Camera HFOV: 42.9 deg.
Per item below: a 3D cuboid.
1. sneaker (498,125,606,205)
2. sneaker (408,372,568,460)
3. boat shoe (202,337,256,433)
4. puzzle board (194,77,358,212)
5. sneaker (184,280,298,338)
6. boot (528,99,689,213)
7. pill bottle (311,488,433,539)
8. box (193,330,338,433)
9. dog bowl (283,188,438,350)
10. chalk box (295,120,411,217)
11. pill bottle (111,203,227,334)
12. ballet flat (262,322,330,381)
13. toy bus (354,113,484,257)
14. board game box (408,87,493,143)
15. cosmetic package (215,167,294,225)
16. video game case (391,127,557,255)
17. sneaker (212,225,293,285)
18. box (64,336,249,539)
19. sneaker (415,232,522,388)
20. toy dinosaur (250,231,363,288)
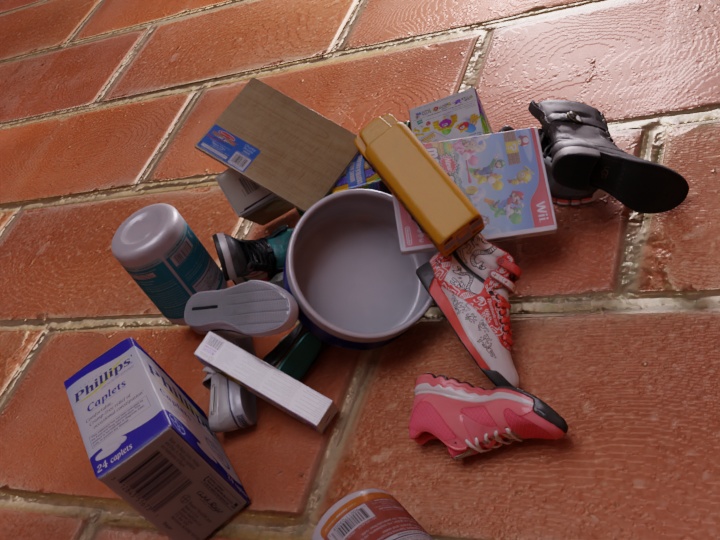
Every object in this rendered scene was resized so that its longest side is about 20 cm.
[{"bbox_3d":[0.260,-0.153,1.270,0.077,0.082,0.200,-47,42,-18],"label":"sneaker"},{"bbox_3d":[0.138,0.177,1.029,0.200,0.074,0.087,5,64,41],"label":"sneaker"},{"bbox_3d":[-0.188,0.139,1.270,0.070,0.071,0.200,-20,47,10],"label":"boat shoe"},{"bbox_3d":[-0.115,-0.180,1.322,0.200,0.017,0.151,30,65,10],"label":"puzzle board"},{"bbox_3d":[-0.144,0.054,1.201,0.200,0.071,0.073,1,77,42],"label":"sneaker"},{"bbox_3d":[0.323,-0.163,1.200,0.199,0.069,0.174,16,36,-7],"label":"boot"},{"bbox_3d":[0.043,0.315,0.897,0.112,0.112,0.200,-40,40,-10],"label":"pill bottle"},{"bbox_3d":[-0.123,0.143,1.180,0.200,0.039,0.042,26,72,20],"label":"box"},{"bbox_3d":[0.000,0.000,1.193,0.199,0.079,0.201,3,73,-10],"label":"dog bowl"},{"bbox_3d":[0.001,-0.115,1.367,0.199,0.125,0.124,-13,43,20],"label":"chalk box"},{"bbox_3d":[-0.270,0.006,1.355,0.110,0.200,0.111,-17,40,15],"label":"pill bottle"},{"bbox_3d":[-0.064,0.078,1.254,0.200,0.068,0.068,-43,32,-14],"label":"ballet flat"},{"bbox_3d":[0.067,-0.111,1.126,0.065,0.078,0.200,-38,69,2],"label":"toy bus"},{"bbox_3d":[0.141,-0.141,1.295,0.105,0.103,0.201,-16,51,16],"label":"board game box"},{"bbox_3d":[-0.146,-0.130,1.430,0.105,0.071,0.200,-31,-3,4],"label":"cosmetic package"},{"bbox_3d":[0.140,-0.103,1.176,0.199,0.017,0.144,-8,74,1],"label":"video game case"},{"bbox_3d":[-0.141,-0.023,1.341,0.120,0.200,0.084,-18,81,0],"label":"sneaker"},{"bbox_3d":[-0.254,0.213,1.139,0.105,0.184,0.200,-37,40,-6],"label":"box"},{"bbox_3d":[0.158,0.044,1.094,0.108,0.067,0.202,-36,60,6],"label":"sneaker"},{"bbox_3d":[-0.068,0.021,1.294,0.199,0.088,0.048,-23,29,16],"label":"toy dinosaur"}]
